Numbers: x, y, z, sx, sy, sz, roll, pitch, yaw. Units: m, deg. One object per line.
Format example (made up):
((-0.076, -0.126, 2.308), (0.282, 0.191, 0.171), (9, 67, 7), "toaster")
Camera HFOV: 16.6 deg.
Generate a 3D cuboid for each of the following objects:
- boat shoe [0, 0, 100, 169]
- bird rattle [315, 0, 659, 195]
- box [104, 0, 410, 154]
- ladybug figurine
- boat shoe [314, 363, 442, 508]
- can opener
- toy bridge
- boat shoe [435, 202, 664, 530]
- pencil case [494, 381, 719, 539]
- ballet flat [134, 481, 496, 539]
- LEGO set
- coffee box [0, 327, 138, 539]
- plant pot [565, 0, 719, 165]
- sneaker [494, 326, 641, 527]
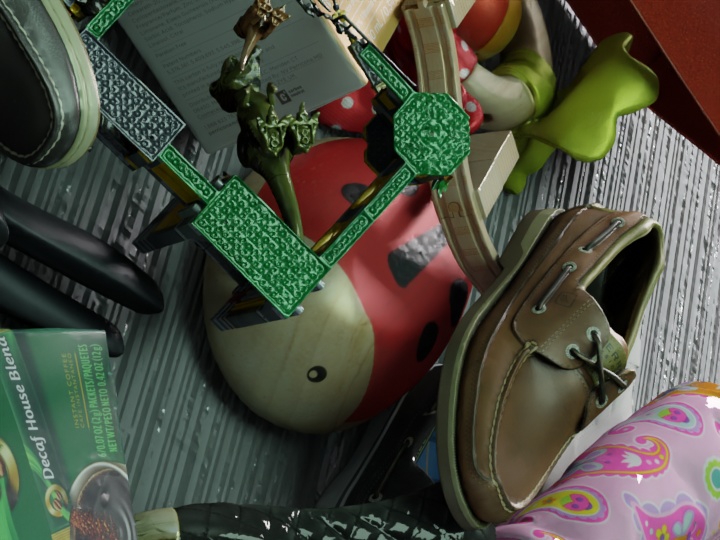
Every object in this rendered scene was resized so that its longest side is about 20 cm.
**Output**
((-0.181, -0.119, 0.980), (0.200, 0.073, 0.065), (52, 35, 10), "boat shoe")
((0.051, -0.121, 1.330), (0.199, 0.113, 0.164), (12, 54, -37), "bird rattle")
((-0.069, -0.179, 1.150), (0.200, 0.097, 0.125), (56, 33, -21), "box")
((0.000, 0.000, 1.198), (0.200, 0.072, 0.136), (-44, 111, -52), "ladybug figurine")
((0.029, 0.117, 1.192), (0.070, 0.066, 0.200), (55, 40, -22), "boat shoe")
((-0.155, -0.012, 1.010), (0.200, 0.063, 0.079), (40, 19, -50), "can opener")
((0.056, -0.045, 1.194), (0.067, 0.027, 0.201), (-58, 135, -52), "toy bridge")
((0.091, 0.036, 1.143), (0.072, 0.068, 0.200), (63, 34, -36), "boat shoe")
((0.132, 0.126, 1.220), (0.200, 0.087, 0.088), (-31, 101, -47), "pencil case")
((-0.028, 0.121, 1.099), (0.199, 0.066, 0.057), (4, 54, -33), "ballet flat")
((-0.062, -0.067, 1.073), (0.200, 0.116, 0.154), (37, 74, -14), "LEGO set")
((-0.170, 0.086, 0.956), (0.200, 0.044, 0.124), (3, 74, -53), "coffee box")
((0.207, -0.199, 1.397), (0.200, 0.176, 0.200), (51, 1, -27), "plant pot")
((0.127, 0.088, 1.342), (0.116, 0.073, 0.201), (50, 49, -33), "sneaker")
